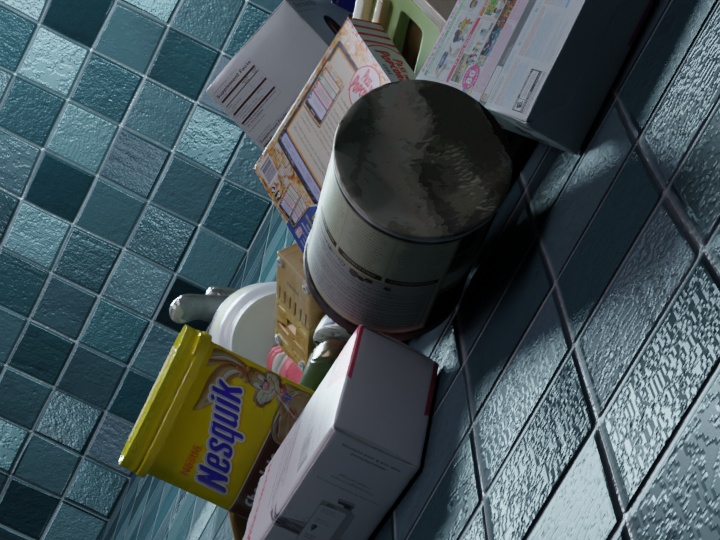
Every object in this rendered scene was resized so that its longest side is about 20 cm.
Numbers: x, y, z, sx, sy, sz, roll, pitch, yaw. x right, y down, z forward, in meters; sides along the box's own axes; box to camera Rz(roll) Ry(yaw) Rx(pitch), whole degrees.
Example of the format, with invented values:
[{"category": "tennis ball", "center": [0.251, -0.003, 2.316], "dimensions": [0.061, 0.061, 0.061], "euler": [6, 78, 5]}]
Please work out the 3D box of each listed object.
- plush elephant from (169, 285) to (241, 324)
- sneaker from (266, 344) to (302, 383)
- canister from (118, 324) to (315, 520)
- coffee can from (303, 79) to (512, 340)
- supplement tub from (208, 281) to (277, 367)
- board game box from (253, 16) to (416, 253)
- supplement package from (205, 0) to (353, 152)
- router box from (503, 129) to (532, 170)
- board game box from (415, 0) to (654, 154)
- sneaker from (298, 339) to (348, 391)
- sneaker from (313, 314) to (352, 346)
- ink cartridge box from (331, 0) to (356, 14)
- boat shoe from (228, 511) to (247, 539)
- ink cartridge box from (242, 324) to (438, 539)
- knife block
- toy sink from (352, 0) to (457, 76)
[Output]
[{"category": "plush elephant", "center": [-0.133, 0.108, 2.210], "dimensions": [0.165, 0.200, 0.155], "euler": [-32, -53, -81]}, {"category": "sneaker", "center": [-0.011, 0.069, 1.876], "dimensions": [0.200, 0.074, 0.087], "euler": [-49, 52, 17]}, {"category": "canister", "center": [-0.109, 0.160, 1.671], "dimensions": [0.149, 0.200, 0.087], "euler": [-64, 8, -2]}, {"category": "coffee can", "center": [0.036, -0.046, 1.465], "dimensions": [0.200, 0.146, 0.147], "euler": [108, -177, -63]}, {"category": "supplement tub", "center": [-0.099, 0.086, 2.034], "dimensions": [0.145, 0.145, 0.200], "euler": [-64, 8, -5]}, {"category": "board game box", "center": [-0.014, -0.120, 1.695], "dimensions": [0.200, 0.046, 0.152], "euler": [-55, 49, 31]}, {"category": "supplement package", "center": [-0.030, -0.194, 1.999], "dimensions": [0.147, 0.200, 0.191], "euler": [-46, -6, 21]}, {"category": "router box", "center": [0.121, -0.126, 1.626], "dimensions": [0.200, 0.051, 0.149], "euler": [-60, 7, 26]}, {"category": "board game box", "center": [0.141, -0.192, 1.454], "dimensions": [0.148, 0.064, 0.200], "euler": [-63, 29, 2]}, {"category": "sneaker", "center": [-0.045, 0.158, 1.763], "dimensions": [0.200, 0.067, 0.090], "euler": [117, 173, -52]}, {"category": "sneaker", "center": [0.025, 0.015, 1.727], "dimensions": [0.130, 0.079, 0.199], "euler": [-60, -1, -27]}, {"category": "ink cartridge box", "center": [0.070, -0.281, 1.906], "dimensions": [0.037, 0.200, 0.095], "euler": [-57, 12, 42]}, {"category": "boat shoe", "center": [-0.115, 0.204, 1.751], "dimensions": [0.069, 0.071, 0.200], "euler": [-146, 48, -80]}, {"category": "ink cartridge box", "center": [-0.020, 0.169, 1.497], "dimensions": [0.200, 0.083, 0.147], "euler": [-58, 10, 35]}, {"category": "knife block", "center": [0.000, 0.000, 1.813], "dimensions": [0.175, 0.064, 0.200], "euler": [-24, -39, -26]}, {"category": "toy sink", "center": [0.063, -0.247, 1.735], "dimensions": [0.200, 0.112, 0.130], "euler": [53, 142, 38]}]
